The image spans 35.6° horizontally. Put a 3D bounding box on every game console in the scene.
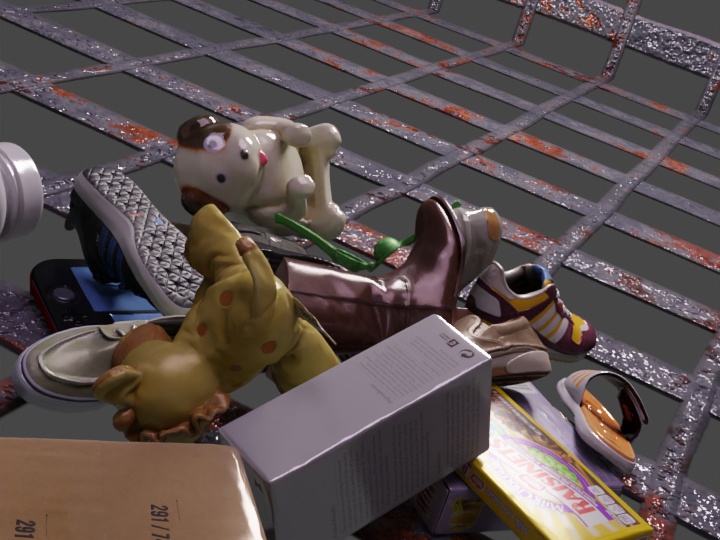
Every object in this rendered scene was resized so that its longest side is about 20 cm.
[{"bbox_3d":[-0.196,0.043,1.050,0.199,0.031,0.177,0,29,-34],"label":"game console"}]

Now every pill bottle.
[{"bbox_3d":[-0.402,-0.062,1.031,0.114,0.114,0.200,30,26,27],"label":"pill bottle"}]

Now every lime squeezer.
[{"bbox_3d":[0.010,-0.033,1.194,0.199,0.071,0.038,-4,-11,7],"label":"lime squeezer"}]

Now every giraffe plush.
[{"bbox_3d":[-0.118,0.069,0.857,0.173,0.162,0.200,54,-8,-17],"label":"giraffe plush"}]

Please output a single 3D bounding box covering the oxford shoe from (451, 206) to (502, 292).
[{"bbox_3d":[0.109,-0.014,1.195,0.057,0.200,0.076,-10,72,-11],"label":"oxford shoe"}]

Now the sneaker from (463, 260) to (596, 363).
[{"bbox_3d":[0.202,0.043,1.234,0.199,0.090,0.075,9,24,-40],"label":"sneaker"}]

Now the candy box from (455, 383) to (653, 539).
[{"bbox_3d":[0.131,0.162,0.904,0.102,0.027,0.200,-7,34,-36],"label":"candy box"}]

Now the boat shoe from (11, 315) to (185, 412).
[{"bbox_3d":[-0.188,0.066,0.931,0.199,0.062,0.072,-8,63,-39],"label":"boat shoe"}]

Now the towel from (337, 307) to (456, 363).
[{"bbox_3d":[0.051,0.073,1.171,0.199,0.022,0.147,3,27,-32],"label":"towel"}]

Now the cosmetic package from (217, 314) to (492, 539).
[{"bbox_3d":[0.001,0.126,0.833,0.200,0.102,0.071,-26,43,-27],"label":"cosmetic package"}]

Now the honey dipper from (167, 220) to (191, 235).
[{"bbox_3d":[-0.187,-0.043,1.246,0.199,0.038,0.038,11,24,-25],"label":"honey dipper"}]

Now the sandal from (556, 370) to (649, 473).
[{"bbox_3d":[0.240,0.133,1.059,0.079,0.059,0.207,39,8,-4],"label":"sandal"}]

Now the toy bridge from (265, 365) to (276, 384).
[{"bbox_3d":[-0.121,0.038,1.060,0.200,0.027,0.067,36,29,23],"label":"toy bridge"}]

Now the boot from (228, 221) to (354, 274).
[{"bbox_3d":[-0.066,-0.003,1.156,0.199,0.068,0.131,22,14,2],"label":"boot"}]

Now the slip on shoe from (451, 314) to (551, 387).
[{"bbox_3d":[0.093,0.071,0.990,0.199,0.076,0.061,0,71,-41],"label":"slip on shoe"}]

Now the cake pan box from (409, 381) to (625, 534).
[{"bbox_3d":[0.104,0.150,1.001,0.184,0.052,0.200,6,26,-30],"label":"cake pan box"}]

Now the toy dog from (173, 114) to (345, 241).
[{"bbox_3d":[-0.129,-0.114,1.265,0.193,0.140,0.200,4,-2,25],"label":"toy dog"}]

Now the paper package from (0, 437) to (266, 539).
[{"bbox_3d":[-0.150,0.195,0.657,0.190,0.104,0.200,6,27,-22],"label":"paper package"}]

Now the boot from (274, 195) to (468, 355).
[{"bbox_3d":[0.000,0.000,1.060,0.199,0.064,0.187,5,58,-19],"label":"boot"}]

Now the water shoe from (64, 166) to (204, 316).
[{"bbox_3d":[-0.207,-0.011,1.037,0.071,0.079,0.200,-3,44,-44],"label":"water shoe"}]
